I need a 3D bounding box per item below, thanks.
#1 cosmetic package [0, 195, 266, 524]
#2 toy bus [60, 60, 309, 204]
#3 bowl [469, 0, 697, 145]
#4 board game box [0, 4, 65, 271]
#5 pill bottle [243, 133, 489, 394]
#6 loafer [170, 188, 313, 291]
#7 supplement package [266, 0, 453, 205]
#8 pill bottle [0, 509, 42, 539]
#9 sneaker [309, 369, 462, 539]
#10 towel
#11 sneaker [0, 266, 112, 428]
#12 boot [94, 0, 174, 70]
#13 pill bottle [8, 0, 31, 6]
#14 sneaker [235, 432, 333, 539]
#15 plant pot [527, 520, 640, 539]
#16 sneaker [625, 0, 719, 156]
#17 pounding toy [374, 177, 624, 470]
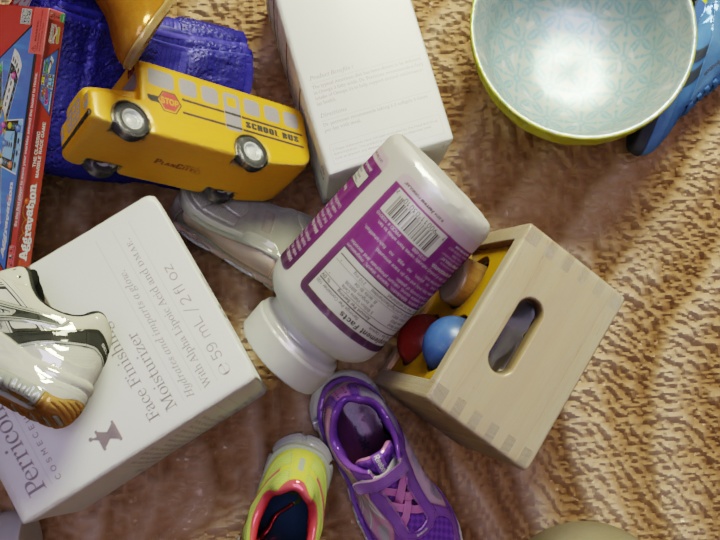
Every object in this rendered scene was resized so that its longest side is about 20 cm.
[{"bbox_3d":[-0.201,0.075,0.761,0.198,0.165,0.166,-32,83,-8],"label":"cosmetic package"},{"bbox_3d":[-0.137,-0.110,0.759,0.197,0.065,0.080,11,59,-38],"label":"toy bus"},{"bbox_3d":[0.193,-0.201,0.861,0.195,0.108,0.205,0,81,1],"label":"bowl"},{"bbox_3d":[-0.285,-0.104,0.735,0.101,0.019,0.204,12,96,31],"label":"board game box"},{"bbox_3d":[0.000,0.000,0.753,0.112,0.112,0.200,45,101,4],"label":"pill bottle"},{"bbox_3d":[-0.079,-0.018,0.844,0.198,0.063,0.073,32,51,-13],"label":"loafer"},{"bbox_3d":[-0.007,-0.180,0.841,0.115,0.117,0.204,-15,83,-6],"label":"supplement package"},{"bbox_3d":[-0.362,0.243,0.750,0.195,0.112,0.115,-4,81,-5],"label":"pill bottle"},{"bbox_3d":[0.022,0.178,0.802,0.080,0.089,0.202,-30,85,-10],"label":"sneaker"},{"bbox_3d":[-0.184,-0.146,0.794,0.197,0.049,0.151,3,97,-38],"label":"towel"},{"bbox_3d":[-0.265,0.031,0.655,0.197,0.076,0.089,27,62,1],"label":"sneaker"},{"bbox_3d":[-0.210,-0.240,0.704,0.143,0.203,0.071,33,117,-27],"label":"boot"},{"bbox_3d":[-0.270,-0.181,0.824,0.111,0.112,0.202,28,80,1],"label":"pill bottle"},{"bbox_3d":[-0.074,0.240,0.770,0.076,0.090,0.204,11,99,-2],"label":"sneaker"},{"bbox_3d":[0.210,0.305,0.739,0.183,0.200,0.192,1,81,-5],"label":"plant pot"},{"bbox_3d":[0.321,-0.189,0.895,0.077,0.066,0.203,29,80,-3],"label":"sneaker"},{"bbox_3d":[0.101,0.031,0.797,0.141,0.184,0.202,35,80,-10],"label":"pounding toy"}]
